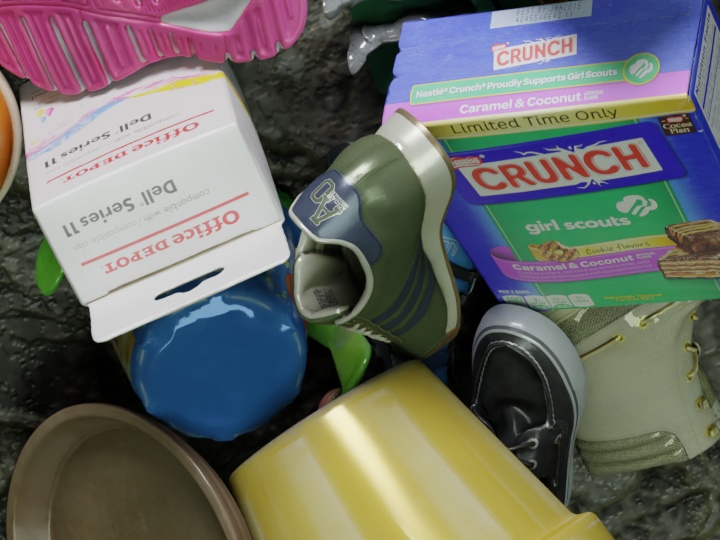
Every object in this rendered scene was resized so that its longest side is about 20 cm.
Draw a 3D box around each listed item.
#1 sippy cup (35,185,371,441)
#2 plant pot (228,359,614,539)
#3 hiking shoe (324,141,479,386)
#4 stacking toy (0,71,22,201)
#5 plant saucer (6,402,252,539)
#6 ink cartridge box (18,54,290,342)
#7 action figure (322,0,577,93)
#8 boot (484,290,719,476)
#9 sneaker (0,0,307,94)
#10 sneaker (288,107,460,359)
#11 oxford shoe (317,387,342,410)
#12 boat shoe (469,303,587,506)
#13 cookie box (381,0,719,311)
[{"bbox_3d":[-0.087,0.024,1.287,0.178,0.130,0.140,-12,119,-5],"label":"sippy cup"},{"bbox_3d":[0.030,0.161,1.264,0.201,0.201,0.189,-34,81,7],"label":"plant pot"},{"bbox_3d":[0.041,0.011,1.338,0.087,0.074,0.200,-15,120,-3],"label":"hiking shoe"},{"bbox_3d":[-0.247,-0.032,1.179,0.146,0.200,0.146,-4,121,-7],"label":"stacking toy"},{"bbox_3d":[-0.124,0.169,1.281,0.029,0.200,0.200,-19,130,-47],"label":"plant saucer"},{"bbox_3d":[-0.111,-0.054,1.198,0.117,0.200,0.067,-24,120,1],"label":"ink cartridge box"},{"bbox_3d":[0.082,-0.153,1.233,0.200,0.055,0.118,-10,134,20],"label":"action figure"},{"bbox_3d":[0.195,0.033,1.384,0.200,0.072,0.155,-27,120,12],"label":"boot"},{"bbox_3d":[-0.117,-0.152,1.216,0.200,0.088,0.081,-2,127,14],"label":"sneaker"},{"bbox_3d":[0.000,0.000,1.207,0.090,0.067,0.200,-36,153,-19],"label":"sneaker"},{"bbox_3d":[0.049,0.150,1.387,0.075,0.070,0.200,-28,100,41],"label":"oxford shoe"},{"bbox_3d":[0.092,0.106,1.374,0.070,0.066,0.200,16,141,15],"label":"boat shoe"},{"bbox_3d":[0.128,-0.060,1.242,0.171,0.075,0.200,-4,147,24],"label":"cookie box"}]
